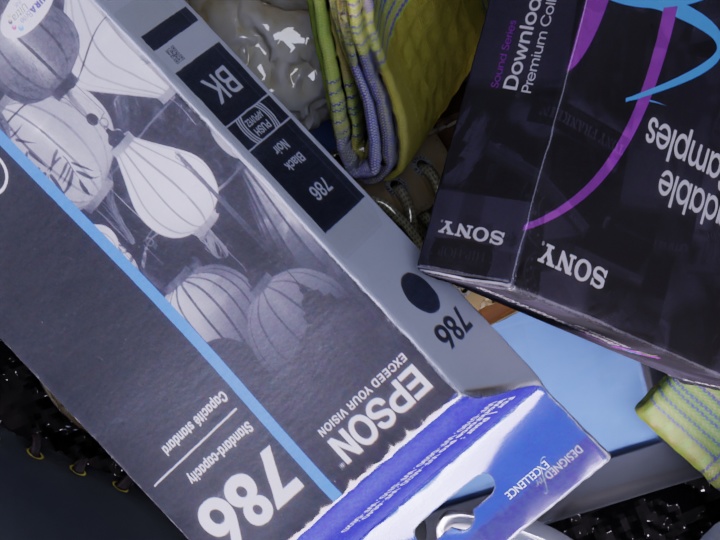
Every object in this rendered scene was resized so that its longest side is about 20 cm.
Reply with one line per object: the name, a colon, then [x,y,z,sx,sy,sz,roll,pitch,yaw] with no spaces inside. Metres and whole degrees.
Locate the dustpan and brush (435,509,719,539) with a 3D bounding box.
dustpan and brush: [0.115,0.106,0.850,0.199,0.057,0.140,26,120,-5]

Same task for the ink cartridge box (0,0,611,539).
ink cartridge box: [-0.036,0.011,0.744,0.200,0.039,0.099,45,121,-1]

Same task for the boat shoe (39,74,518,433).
boat shoe: [0.000,0.000,0.821,0.199,0.074,0.076,-26,99,-4]

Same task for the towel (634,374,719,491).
towel: [0.199,0.051,0.890,0.200,0.023,0.144,37,89,-14]

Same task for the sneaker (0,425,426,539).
sneaker: [-0.067,0.074,0.791,0.200,0.075,0.107,-26,89,-44]

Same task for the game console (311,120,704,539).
game console: [0.034,-0.004,0.874,0.199,0.031,0.178,-16,95,-5]

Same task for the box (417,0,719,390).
box: [0.093,-0.076,0.769,0.143,0.036,0.201,21,85,-52]

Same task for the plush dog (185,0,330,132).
plush dog: [-0.071,-0.153,0.800,0.171,0.160,0.201,15,81,28]

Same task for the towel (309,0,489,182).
towel: [0.038,-0.133,0.782,0.200,0.023,0.144,-51,143,-36]
